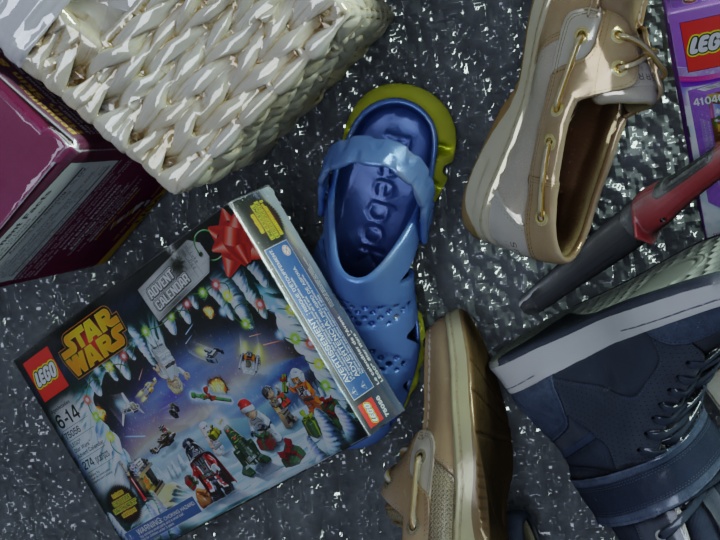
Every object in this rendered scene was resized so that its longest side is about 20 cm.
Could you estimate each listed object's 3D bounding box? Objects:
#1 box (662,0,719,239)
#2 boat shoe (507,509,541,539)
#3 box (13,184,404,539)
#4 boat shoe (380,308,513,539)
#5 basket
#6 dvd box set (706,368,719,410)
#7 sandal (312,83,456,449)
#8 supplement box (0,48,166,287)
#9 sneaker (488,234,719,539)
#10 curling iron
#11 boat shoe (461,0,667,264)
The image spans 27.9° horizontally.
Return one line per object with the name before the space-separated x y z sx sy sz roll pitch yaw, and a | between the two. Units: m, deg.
box | 0.258 -0.092 0.708 0.199 0.039 0.137 -10 120 12
boat shoe | 0.108 0.226 0.783 0.062 0.075 0.200 -27 81 24
box | -0.088 0.061 0.785 0.200 0.040 0.137 -33 87 36
boat shoe | 0.041 0.115 0.753 0.064 0.071 0.200 -11 60 19
basket | -0.074 -0.126 0.722 0.136 0.200 0.123 -44 91 12
dvd box set | 0.283 0.051 0.701 0.200 0.029 0.146 -47 63 27
sandal | 0.000 0.000 0.775 0.079 0.087 0.201 7 99 9
supplement box | -0.182 -0.071 0.746 0.131 0.200 0.103 44 102 6
sneaker | 0.166 0.070 0.714 0.146 0.077 0.202 58 147 2
curling iron | 0.153 -0.022 0.730 0.200 0.026 0.050 -34 104 37
boat shoe | 0.121 -0.097 0.737 0.069 0.074 0.200 30 109 35
